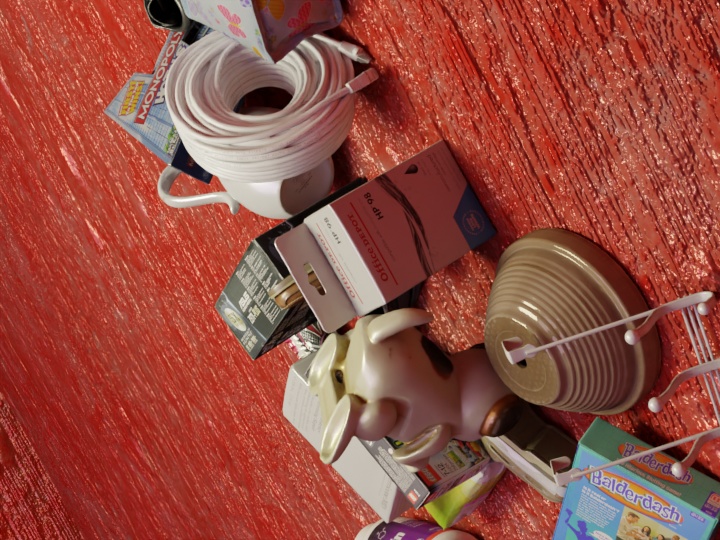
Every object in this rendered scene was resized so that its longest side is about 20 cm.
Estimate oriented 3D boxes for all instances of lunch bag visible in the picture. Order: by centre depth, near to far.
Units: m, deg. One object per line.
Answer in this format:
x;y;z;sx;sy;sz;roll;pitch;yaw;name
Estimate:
-0.117;-0.341;1.356;0.169;0.127;0.200;33;150;42;lunch bag

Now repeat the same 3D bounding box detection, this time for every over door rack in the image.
0.241;0.115;1.194;0.199;0.067;0.148;-16;106;21;over door rack

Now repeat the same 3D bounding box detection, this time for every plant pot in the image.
0.188;0.068;1.299;0.201;0.093;0.201;38;146;32;plant pot

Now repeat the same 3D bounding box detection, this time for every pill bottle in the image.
0.073;0.388;1.755;0.200;0.112;0.113;-2;116;57;pill bottle

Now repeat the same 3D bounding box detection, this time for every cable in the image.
-0.104;-0.184;1.405;0.200;0.200;0.069;35;156;27;cable

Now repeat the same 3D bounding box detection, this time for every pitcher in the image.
-0.139;-0.120;1.553;0.200;0.172;0.121;34;175;39;pitcher

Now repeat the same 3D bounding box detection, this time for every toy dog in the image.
0.068;0.115;1.366;0.140;0.199;0.194;-113;41;-55;toy dog

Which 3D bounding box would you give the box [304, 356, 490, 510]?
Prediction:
0.041;0.162;1.474;0.200;0.110;0.035;48;131;20;box

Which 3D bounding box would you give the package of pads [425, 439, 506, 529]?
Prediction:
0.101;0.211;1.591;0.155;0.068;0.200;49;150;19;package of pads

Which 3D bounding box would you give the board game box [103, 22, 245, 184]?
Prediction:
-0.214;-0.214;1.559;0.062;0.201;0.200;26;173;-40;board game box

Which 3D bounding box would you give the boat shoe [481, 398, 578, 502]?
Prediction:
0.161;0.179;1.461;0.200;0.075;0.069;44;142;23;boat shoe

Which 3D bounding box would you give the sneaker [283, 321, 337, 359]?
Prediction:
-0.054;0.083;1.713;0.200;0.075;0.081;40;-172;10;sneaker

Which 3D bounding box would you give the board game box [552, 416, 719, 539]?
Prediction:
0.281;0.257;1.348;0.152;0.045;0.200;29;142;21;board game box

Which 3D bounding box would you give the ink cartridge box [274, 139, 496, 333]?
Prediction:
0.027;-0.034;1.340;0.116;0.200;0.067;59;150;-2;ink cartridge box

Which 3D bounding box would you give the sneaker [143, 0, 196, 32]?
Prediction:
-0.226;-0.331;1.557;0.200;0.099;0.071;21;136;50;sneaker

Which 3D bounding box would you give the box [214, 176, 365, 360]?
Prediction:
-0.064;0.000;1.551;0.086;0.164;0.200;53;151;9;box

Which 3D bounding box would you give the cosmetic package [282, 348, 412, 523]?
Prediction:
-0.002;0.194;1.590;0.200;0.074;0.102;44;145;27;cosmetic package

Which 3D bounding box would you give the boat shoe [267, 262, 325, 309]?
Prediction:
0.000;0.000;1.412;0.068;0.200;0.072;62;164;-1;boat shoe

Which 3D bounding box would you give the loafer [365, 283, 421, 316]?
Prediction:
0.027;0.056;1.565;0.072;0.063;0.200;41;146;30;loafer
